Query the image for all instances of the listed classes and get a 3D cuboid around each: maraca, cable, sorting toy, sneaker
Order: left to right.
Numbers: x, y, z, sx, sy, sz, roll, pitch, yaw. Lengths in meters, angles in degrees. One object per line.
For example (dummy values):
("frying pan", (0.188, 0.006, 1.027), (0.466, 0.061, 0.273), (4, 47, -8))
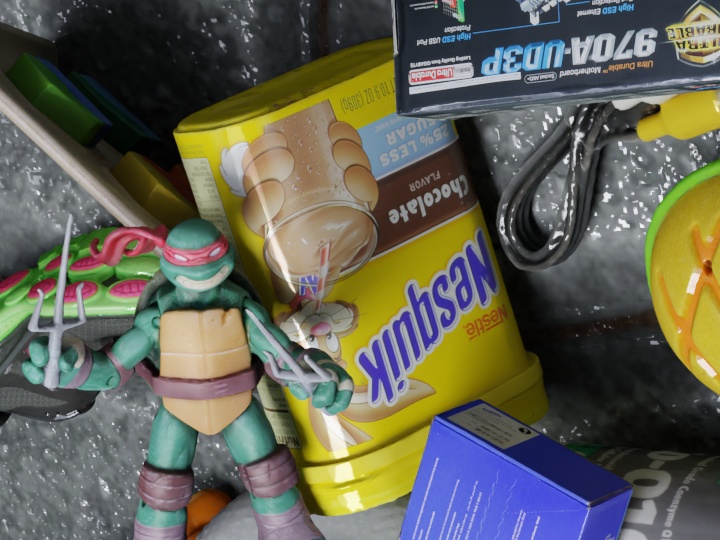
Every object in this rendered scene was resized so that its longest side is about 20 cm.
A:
("sneaker", (-0.162, 0.036, 1.666), (0.199, 0.077, 0.084), (-21, 117, 44))
("sorting toy", (-0.119, -0.054, 1.525), (0.036, 0.185, 0.200), (-44, 81, 6))
("cable", (0.110, -0.074, 1.414), (0.097, 0.050, 0.200), (53, 131, 6))
("maraca", (0.218, 0.006, 1.340), (0.199, 0.107, 0.138), (-3, 119, 37))

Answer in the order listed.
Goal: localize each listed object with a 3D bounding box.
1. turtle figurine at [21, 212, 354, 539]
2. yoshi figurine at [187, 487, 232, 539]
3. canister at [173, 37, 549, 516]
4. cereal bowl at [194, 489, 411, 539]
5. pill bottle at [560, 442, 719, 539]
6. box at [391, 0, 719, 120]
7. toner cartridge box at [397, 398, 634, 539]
("turtle figurine", (-0.072, 0.051, 1.386), (0.149, 0.101, 0.201), (-1, 117, 11))
("yoshi figurine", (-0.034, 0.214, 1.659), (0.112, 0.112, 0.200), (-46, 63, 2))
("canister", (0.000, 0.000, 1.467), (0.086, 0.148, 0.201), (-1, 111, 54))
("cereal bowl", (-0.013, 0.198, 1.556), (0.199, 0.083, 0.201), (-2, 81, 10))
("pill bottle", (0.175, 0.146, 1.440), (0.199, 0.113, 0.114), (3, 115, 34))
("box", (0.102, -0.156, 1.345), (0.199, 0.046, 0.160), (-5, 87, 37))
("toner cartridge box", (0.057, 0.173, 1.434), (0.095, 0.043, 0.201), (30, 116, 29))
